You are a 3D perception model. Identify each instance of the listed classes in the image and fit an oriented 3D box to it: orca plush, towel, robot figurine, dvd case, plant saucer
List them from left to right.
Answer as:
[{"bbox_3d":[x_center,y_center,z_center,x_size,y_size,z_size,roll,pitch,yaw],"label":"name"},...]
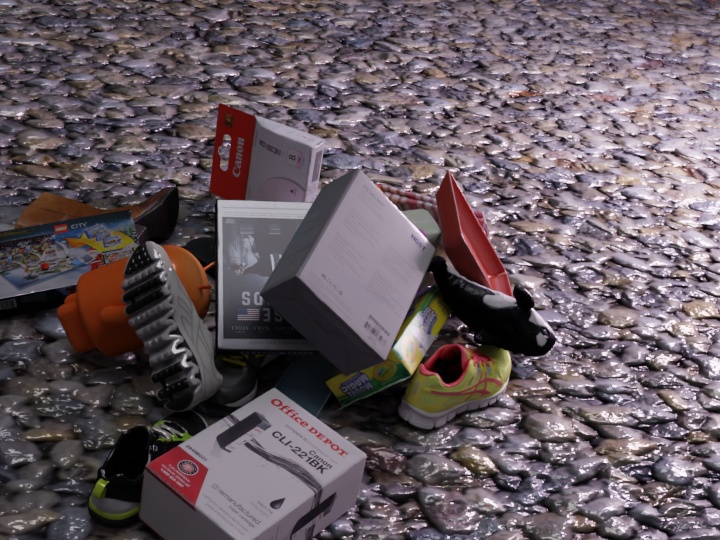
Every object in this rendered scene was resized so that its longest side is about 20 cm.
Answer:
[{"bbox_3d":[-0.276,0.039,1.409,0.200,0.144,0.117,-20,68,4],"label":"robot figurine"},{"bbox_3d":[-0.106,0.008,1.400,0.150,0.025,0.200,1,67,-11],"label":"dvd case"},{"bbox_3d":[-0.058,0.134,1.438,0.070,0.019,0.200,16,33,12],"label":"plant saucer"},{"bbox_3d":[0.102,-0.075,1.725,0.200,0.146,0.030,16,72,15],"label":"towel"},{"bbox_3d":[0.159,-0.013,1.550,0.037,0.200,0.200,-25,28,14],"label":"plant saucer"},{"bbox_3d":[0.163,0.058,1.437,0.200,0.105,0.071,45,43,-18],"label":"orca plush"}]

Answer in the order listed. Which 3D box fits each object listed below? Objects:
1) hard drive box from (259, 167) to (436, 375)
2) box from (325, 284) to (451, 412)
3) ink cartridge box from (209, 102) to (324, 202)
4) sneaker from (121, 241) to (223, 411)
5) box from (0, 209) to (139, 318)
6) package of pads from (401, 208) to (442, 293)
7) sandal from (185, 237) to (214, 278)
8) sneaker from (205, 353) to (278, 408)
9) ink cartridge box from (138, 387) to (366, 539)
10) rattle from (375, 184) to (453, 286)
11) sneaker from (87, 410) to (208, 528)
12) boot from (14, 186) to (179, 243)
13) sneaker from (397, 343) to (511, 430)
[{"bbox_3d":[-0.010,0.000,1.372,0.156,0.077,0.200,45,47,-19],"label":"hard drive box"},{"bbox_3d":[0.034,0.101,1.425,0.048,0.117,0.200,53,33,-12],"label":"box"},{"bbox_3d":[-0.159,-0.154,1.747,0.200,0.163,0.057,20,28,18],"label":"ink cartridge box"},{"bbox_3d":[-0.218,0.063,1.310,0.075,0.200,0.081,-19,-3,34],"label":"sneaker"},{"bbox_3d":[-0.399,-0.011,1.521,0.199,0.038,0.137,-11,44,-14],"label":"box"},{"bbox_3d":[0.000,0.000,1.541,0.200,0.155,0.068,-6,41,-23],"label":"package of pads"},{"bbox_3d":[-0.176,-0.008,1.611,0.200,0.048,0.075,27,35,28],"label":"sandal"},{"bbox_3d":[-0.150,0.095,1.412,0.074,0.085,0.200,14,31,10],"label":"sneaker"},{"bbox_3d":[-0.112,0.229,1.194,0.144,0.084,0.200,32,37,26],"label":"ink cartridge box"},{"bbox_3d":[0.111,-0.043,1.661,0.200,0.143,0.130,15,16,22],"label":"rattle"},{"bbox_3d":[-0.223,0.200,1.222,0.072,0.083,0.200,18,32,15],"label":"sneaker"},{"bbox_3d":[-0.389,-0.083,1.683,0.199,0.069,0.188,11,43,15],"label":"boot"},{"bbox_3d":[0.132,0.128,1.425,0.078,0.091,0.200,27,34,31],"label":"sneaker"}]
